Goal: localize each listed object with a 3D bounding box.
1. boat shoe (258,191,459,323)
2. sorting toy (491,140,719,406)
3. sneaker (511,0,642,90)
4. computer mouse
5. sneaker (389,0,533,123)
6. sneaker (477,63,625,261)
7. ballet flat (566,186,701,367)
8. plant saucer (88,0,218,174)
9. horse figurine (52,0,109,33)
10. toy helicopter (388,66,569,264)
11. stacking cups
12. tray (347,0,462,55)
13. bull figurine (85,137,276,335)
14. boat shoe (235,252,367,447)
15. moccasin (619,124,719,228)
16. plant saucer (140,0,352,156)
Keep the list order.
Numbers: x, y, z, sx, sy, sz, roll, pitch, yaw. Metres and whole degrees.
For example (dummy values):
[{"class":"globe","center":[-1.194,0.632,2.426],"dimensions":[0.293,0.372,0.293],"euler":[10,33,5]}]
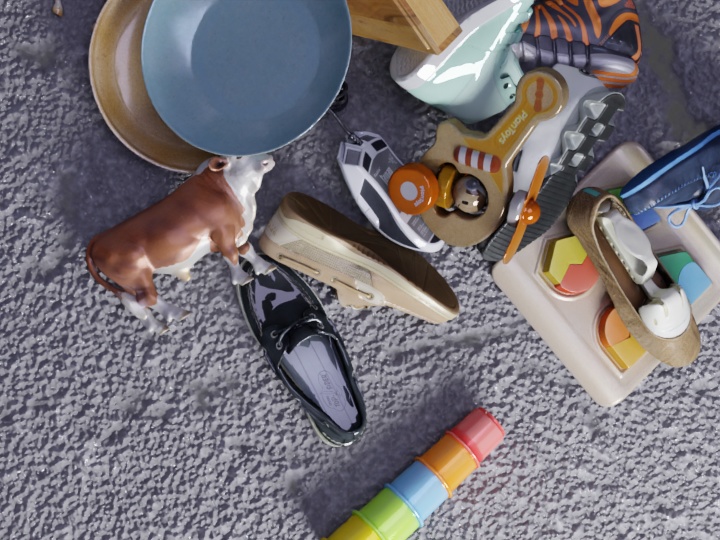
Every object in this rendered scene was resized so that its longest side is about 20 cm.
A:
[{"class":"boat shoe","center":[0.000,0.000,1.686],"dimensions":[0.199,0.071,0.065],"euler":[31,114,-11]},{"class":"sorting toy","center":[0.254,0.003,1.753],"dimensions":[0.200,0.036,0.185],"euler":[-42,97,-11]},{"class":"sneaker","center":[0.174,-0.243,1.736],"dimensions":[0.198,0.078,0.113],"euler":[8,71,-8]},{"class":"computer mouse","center":[0.004,-0.090,1.685],"dimensions":[0.200,0.044,0.110],"euler":[51,37,-11]},{"class":"sneaker","center":[0.133,-0.220,1.637],"dimensions":[0.200,0.074,0.118],"euler":[-42,132,21]},{"class":"sneaker","center":[0.162,-0.104,1.703],"dimensions":[0.088,0.074,0.201],"euler":[41,102,31]},{"class":"ballet flat","center":[0.268,0.006,1.705],"dimensions":[0.068,0.072,0.201],"euler":[-32,94,-16]},{"class":"plant saucer","center":[-0.154,-0.190,1.664],"dimensions":[0.199,0.035,0.202],"euler":[0,92,-14]},{"class":"horse figurine","center":[-0.273,-0.310,1.641],"dimensions":[0.199,0.050,0.133],"euler":[31,88,-13]},{"class":"toy helicopter","center":[0.127,-0.098,1.627],"dimensions":[0.132,0.200,0.079],"euler":[45,33,10]},{"class":"stacking cups","center":[0.051,0.207,1.692],"dimensions":[0.200,0.060,0.061],"euler":[-43,97,-16]},{"class":"tray","center":[0.004,-0.251,1.612],"dimensions":[0.037,0.200,0.099],"euler":[-46,120,-12]},{"class":"bull figurine","center":[-0.150,-0.031,1.631],"dimensions":[0.199,0.065,0.122],"euler":[-30,89,8]},{"class":"boat shoe","center":[-0.051,0.073,1.663],"dimensions":[0.074,0.066,0.201],"euler":[-24,92,-12]},{"class":"moccasin","center":[0.329,-0.090,1.725],"dimensions":[0.199,0.080,0.069],"euler":[-28,94,-37]},{"class":"plant saucer","center":[-0.099,-0.199,1.613],"dimensions":[0.199,0.039,0.203],"euler":[-2,83,15]}]
